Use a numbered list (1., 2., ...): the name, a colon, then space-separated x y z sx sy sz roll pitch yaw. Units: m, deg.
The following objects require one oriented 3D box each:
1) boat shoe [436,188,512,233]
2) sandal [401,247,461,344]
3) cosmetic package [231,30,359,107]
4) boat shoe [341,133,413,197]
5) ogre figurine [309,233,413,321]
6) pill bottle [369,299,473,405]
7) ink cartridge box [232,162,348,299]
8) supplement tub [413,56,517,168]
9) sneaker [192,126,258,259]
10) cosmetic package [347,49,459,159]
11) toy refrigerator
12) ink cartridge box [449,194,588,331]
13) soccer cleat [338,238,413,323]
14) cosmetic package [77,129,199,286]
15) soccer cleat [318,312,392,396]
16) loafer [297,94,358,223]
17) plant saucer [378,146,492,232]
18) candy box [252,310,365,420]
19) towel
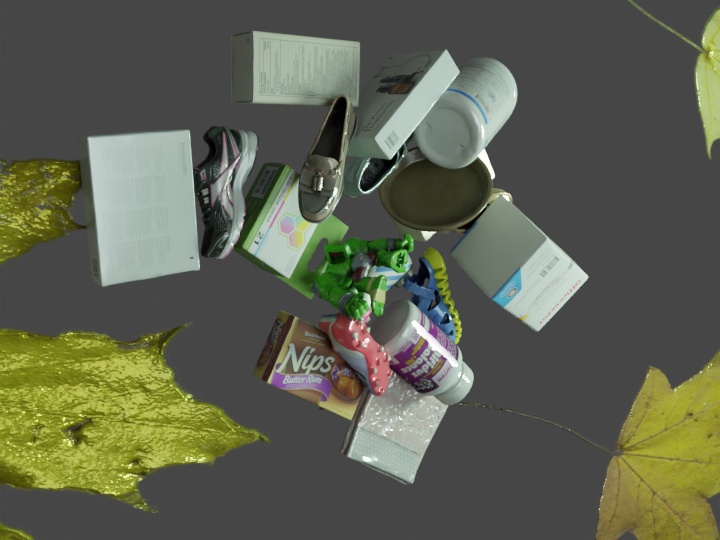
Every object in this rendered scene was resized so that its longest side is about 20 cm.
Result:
1. boat shoe: 0.224 -0.107 1.571 0.197 0.069 0.075 -20 110 -32
2. sandal: 0.128 0.059 1.535 0.086 0.079 0.203 -24 113 -9
3. cosmetic package: -0.098 -0.308 1.286 0.197 0.073 0.106 -4 101 -36
4. boat shoe: 0.045 -0.199 1.416 0.202 0.071 0.070 -50 123 -19
5. ogre figurine: 0.000 0.000 1.361 0.203 0.118 0.099 -65 149 -24
6. pill bottle: 0.114 0.154 1.495 0.200 0.112 0.113 42 74 -26
7. ink cartridge box: -0.099 -0.057 1.331 0.199 0.075 0.150 35 78 -35
8. supplement tub: 0.183 -0.274 1.430 0.200 0.130 0.134 -48 127 -49
9. sneaker: -0.219 -0.119 1.239 0.085 0.080 0.205 14 79 -30
10. cosmetic package: 0.049 -0.272 1.356 0.052 0.150 0.201 48 70 -30
11. toy refrigerator: 0.146 -0.144 1.502 0.199 0.075 0.071 -42 120 -23
12. ink cartridge box: 0.298 -0.010 1.550 0.147 0.147 0.199 -48 139 10
13. soccer cleat: 0.007 0.027 1.443 0.200 0.070 0.087 -45 103 -22
14. cosmetic package: -0.310 -0.092 1.171 0.148 0.051 0.205 -10 104 -34
15. soccer cleat: -0.005 0.138 1.388 0.067 0.075 0.201 -62 145 -29
16. loafer: -0.053 -0.173 1.255 0.063 0.070 0.204 81 23 -67
17. plant saucer: 0.129 -0.139 1.428 0.200 0.199 0.030 -42 147 -22
18. candy box: -0.075 0.162 1.404 0.199 0.056 0.119 32 79 -38
19. towel: 0.068 0.286 1.552 0.199 0.032 0.194 32 79 -37
